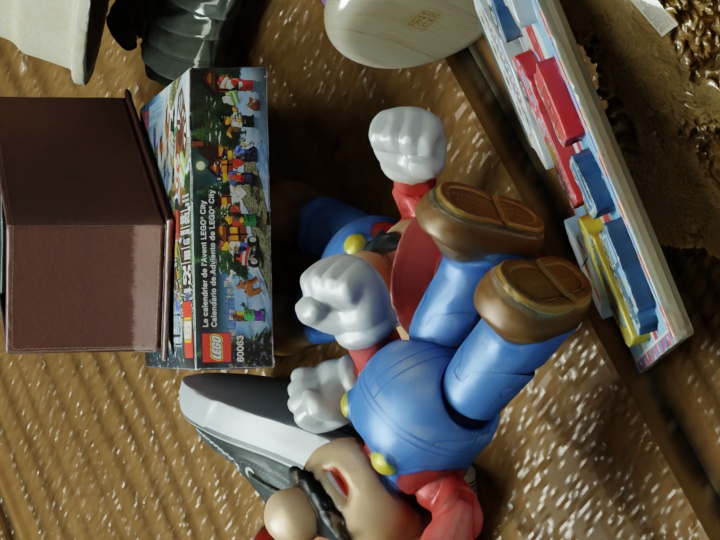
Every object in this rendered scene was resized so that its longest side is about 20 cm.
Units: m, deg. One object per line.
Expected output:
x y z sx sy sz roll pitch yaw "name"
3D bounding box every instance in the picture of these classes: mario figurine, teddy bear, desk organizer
0.008 0.068 1.019 0.123 0.106 0.200 -74 9 -63 "mario figurine"
0.121 -0.103 0.962 0.145 0.067 0.200 -1 122 50 "teddy bear"
0.000 0.000 1.141 0.123 0.106 0.200 59 156 -17 "mario figurine"
-0.144 -0.027 1.280 0.200 0.077 0.072 -116 28 -66 "desk organizer"

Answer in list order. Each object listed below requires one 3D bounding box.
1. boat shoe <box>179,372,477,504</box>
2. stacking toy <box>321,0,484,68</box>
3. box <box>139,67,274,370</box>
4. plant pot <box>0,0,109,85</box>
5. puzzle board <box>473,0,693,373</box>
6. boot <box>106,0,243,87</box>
-0.023 0.095 1.212 0.200 0.069 0.057 21 108 50 "boat shoe"
0.001 -0.193 1.168 0.085 0.085 0.200 -47 50 43 "stacking toy"
-0.077 -0.021 1.240 0.200 0.038 0.137 169 100 -79 "box"
-0.212 -0.207 1.300 0.200 0.183 0.201 -171 90 -87 "plant pot"
0.078 -0.057 1.007 0.151 0.017 0.200 88 161 -83 "puzzle board"
-0.066 -0.145 1.280 0.200 0.068 0.131 41 127 55 "boot"
